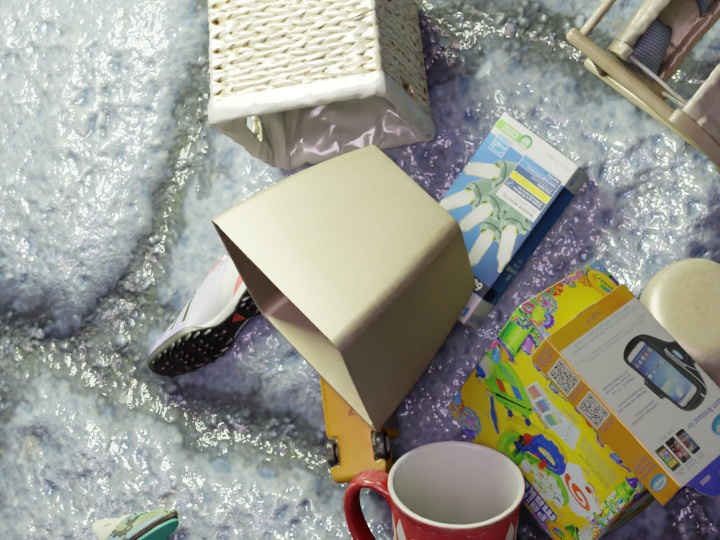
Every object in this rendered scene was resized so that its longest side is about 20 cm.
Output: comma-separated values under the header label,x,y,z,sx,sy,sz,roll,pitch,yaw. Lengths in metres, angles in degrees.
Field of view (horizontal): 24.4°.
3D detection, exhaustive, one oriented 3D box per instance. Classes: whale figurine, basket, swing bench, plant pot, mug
label,x,y,z,sx,sy,sz,roll,pitch,yaw
whale figurine,0.365,0.067,1.639,0.198,0.104,0.160,9,60,-4
basket,-0.043,-0.216,1.744,0.198,0.198,0.162,-10,76,17
swing bench,0.348,-0.237,1.654,0.200,0.130,0.199,40,96,17
plant pot,0.000,0.000,1.643,0.177,0.200,0.200,-41,61,-11
mug,0.080,0.279,1.651,0.177,0.133,0.202,36,136,46

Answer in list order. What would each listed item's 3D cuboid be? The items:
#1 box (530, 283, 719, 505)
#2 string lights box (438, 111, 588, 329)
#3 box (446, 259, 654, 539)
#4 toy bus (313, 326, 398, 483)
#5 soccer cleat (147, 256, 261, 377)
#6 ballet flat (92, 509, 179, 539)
label,x,y,z,sx,sy,sz,roll,pitch,yaw
box,0.259,0.117,1.488,0.200,0.119,0.042,50,142,13
string lights box,0.136,-0.051,1.736,0.103,0.059,0.201,37,95,19
box,0.216,0.137,1.605,0.200,0.122,0.193,51,142,16
toy bus,-0.004,0.120,1.750,0.064,0.078,0.202,-10,80,15
soccer cleat,-0.158,0.038,1.824,0.200,0.068,0.073,-41,50,13
ballet flat,-0.286,0.314,1.823,0.200,0.074,0.074,-44,73,7
